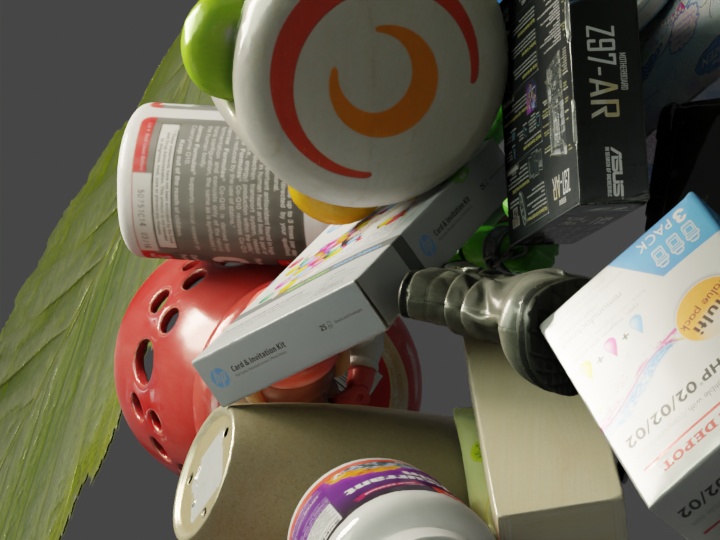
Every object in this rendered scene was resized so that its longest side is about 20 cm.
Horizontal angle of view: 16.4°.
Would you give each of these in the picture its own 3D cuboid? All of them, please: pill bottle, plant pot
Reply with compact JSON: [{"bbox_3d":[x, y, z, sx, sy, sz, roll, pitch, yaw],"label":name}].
[{"bbox_3d":[-0.065,-0.060,1.800,0.114,0.200,0.114,4,-90,-78],"label":"pill bottle"},{"bbox_3d":[-0.013,0.161,1.631,0.187,0.200,0.187,-53,25,38],"label":"plant pot"},{"bbox_3d":[-0.065,0.078,1.862,0.182,0.200,0.201,15,85,68],"label":"plant pot"},{"bbox_3d":[0.024,0.177,1.458,0.200,0.111,0.112,-155,86,-79],"label":"pill bottle"}]

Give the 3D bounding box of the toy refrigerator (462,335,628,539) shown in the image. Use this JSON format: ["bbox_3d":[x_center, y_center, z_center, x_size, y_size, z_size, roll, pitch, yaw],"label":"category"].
[{"bbox_3d":[0.110,0.103,1.520,0.200,0.076,0.070,-99,0,-54],"label":"toy refrigerator"}]

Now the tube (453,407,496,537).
[{"bbox_3d":[0.097,0.161,1.544,0.052,0.058,0.200,-41,34,37],"label":"tube"}]

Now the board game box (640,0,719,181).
[{"bbox_3d":[0.214,-0.165,1.586,0.200,0.043,0.199,-41,32,54],"label":"board game box"}]

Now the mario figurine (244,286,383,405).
[{"bbox_3d":[-0.043,0.101,1.748,0.123,0.106,0.200,-39,-55,-51],"label":"mario figurine"}]

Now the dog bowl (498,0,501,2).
[{"bbox_3d":[0.135,-0.213,1.684,0.200,0.050,0.111,-56,15,-1],"label":"dog bowl"}]

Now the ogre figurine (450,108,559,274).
[{"bbox_3d":[0.098,-0.064,1.736,0.120,0.098,0.200,-27,59,38],"label":"ogre figurine"}]

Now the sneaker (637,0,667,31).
[{"bbox_3d":[0.157,-0.245,1.560,0.200,0.130,0.080,-61,20,23],"label":"sneaker"}]

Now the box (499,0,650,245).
[{"bbox_3d":[0.126,-0.105,1.525,0.200,0.043,0.160,139,129,-79],"label":"box"}]

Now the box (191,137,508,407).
[{"bbox_3d":[0.000,0.000,1.619,0.156,0.041,0.200,-26,12,40],"label":"box"}]

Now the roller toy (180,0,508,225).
[{"bbox_3d":[-0.006,-0.141,1.609,0.182,0.200,0.140,-41,24,-1],"label":"roller toy"}]

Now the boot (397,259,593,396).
[{"bbox_3d":[0.079,0.028,1.468,0.200,0.131,0.068,-4,-78,-69],"label":"boot"}]

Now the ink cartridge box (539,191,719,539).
[{"bbox_3d":[0.186,0.065,1.292,0.115,0.068,0.200,-43,38,12],"label":"ink cartridge box"}]

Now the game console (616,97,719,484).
[{"bbox_3d":[0.213,0.011,1.450,0.176,0.116,0.200,-6,61,35],"label":"game console"}]
